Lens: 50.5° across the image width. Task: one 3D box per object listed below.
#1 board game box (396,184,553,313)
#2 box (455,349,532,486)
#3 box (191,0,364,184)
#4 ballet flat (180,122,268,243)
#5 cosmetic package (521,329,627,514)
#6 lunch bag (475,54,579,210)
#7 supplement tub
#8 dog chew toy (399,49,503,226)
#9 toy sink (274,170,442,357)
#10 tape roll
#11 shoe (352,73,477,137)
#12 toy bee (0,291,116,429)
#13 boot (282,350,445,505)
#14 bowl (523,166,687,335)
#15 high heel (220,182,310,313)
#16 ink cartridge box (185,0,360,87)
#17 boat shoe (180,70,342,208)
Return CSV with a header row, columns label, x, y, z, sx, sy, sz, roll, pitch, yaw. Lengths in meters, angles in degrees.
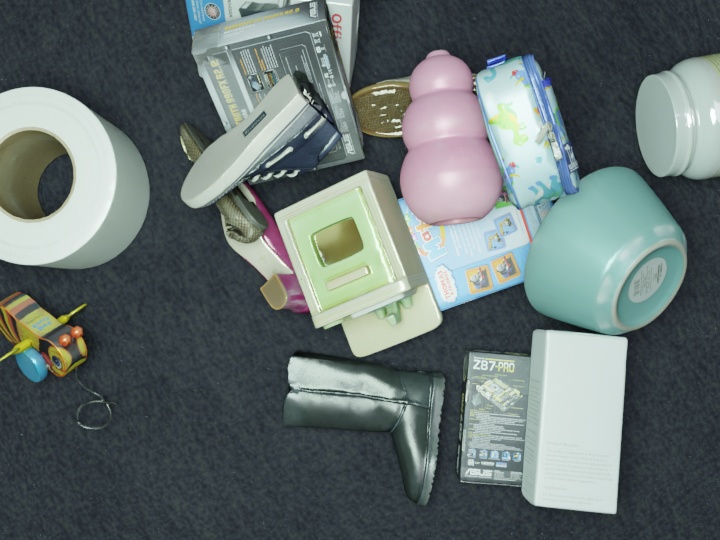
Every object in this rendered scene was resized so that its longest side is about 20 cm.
label,x,y,z,sx,sy,sz,roll,pitch,yaw
board game box,0.154,-0.046,0.978,0.196,0.037,0.154,-19,87,-1
box,0.224,0.190,0.964,0.196,0.049,0.165,4,90,1
box,-0.090,-0.205,0.907,0.155,0.202,0.049,-11,47,8
ballet flat,-0.179,-0.108,0.945,0.046,0.067,0.201,-43,64,13
cosmetic package,0.252,0.176,0.906,0.099,0.074,0.204,6,85,-1
lunch bag,0.186,-0.161,0.856,0.081,0.200,0.163,-19,97,16
supplement tub,0.454,-0.192,0.927,0.196,0.145,0.148,-9,88,0
dog chew toy,0.103,-0.159,0.905,0.122,0.125,0.204,-5,87,0
toy sink,0.000,0.000,0.923,0.128,0.112,0.203,-21,87,17
tape roll,-0.374,-0.106,0.934,0.198,0.139,0.207,0,88,0
shoe,0.078,-0.215,0.982,0.196,0.054,0.071,-5,110,4
toy bee,-0.374,0.086,0.942,0.197,0.109,0.132,27,44,-7
boot,-0.002,0.196,0.955,0.196,0.066,0.168,8,80,-2
bowl,0.299,-0.006,0.888,0.198,0.105,0.204,-17,128,-23
high heel,-0.110,-0.035,0.984,0.067,0.095,0.201,-44,65,24
ink cartridge box,-0.101,-0.304,0.927,0.196,0.145,0.086,7,59,1
boat shoe,-0.109,-0.126,0.878,0.199,0.075,0.093,-39,133,13
